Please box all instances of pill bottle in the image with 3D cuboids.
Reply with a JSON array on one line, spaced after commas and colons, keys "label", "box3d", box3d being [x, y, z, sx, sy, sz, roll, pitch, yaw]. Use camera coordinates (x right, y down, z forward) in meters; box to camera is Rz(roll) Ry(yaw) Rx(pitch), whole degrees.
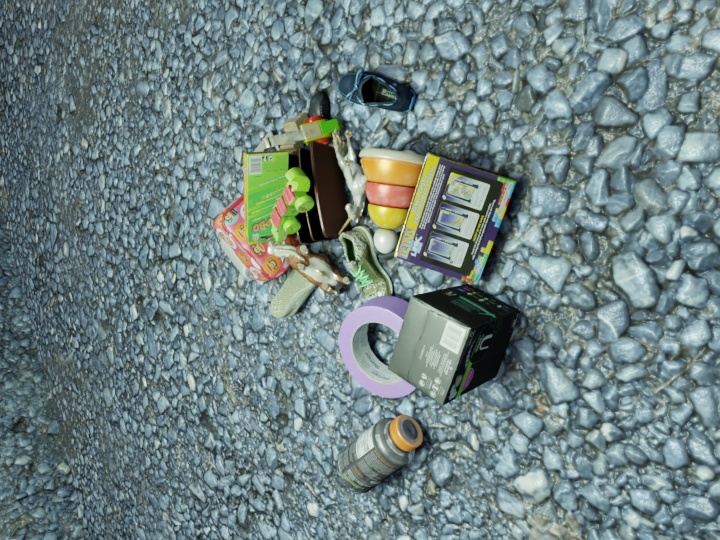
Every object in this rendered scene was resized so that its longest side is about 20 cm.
[{"label": "pill bottle", "box3d": [0.044, 0.383, 1.143, 0.200, 0.106, 0.107, -47, 66, 33]}]

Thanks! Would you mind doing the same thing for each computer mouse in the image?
[{"label": "computer mouse", "box3d": [-0.101, -0.310, 1.247, 0.058, 0.034, 0.202, 6, 98, 39]}]

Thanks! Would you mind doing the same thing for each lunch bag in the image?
[{"label": "lunch bag", "box3d": [-0.223, -0.093, 1.269, 0.200, 0.176, 0.082, 52, 150, -18]}]

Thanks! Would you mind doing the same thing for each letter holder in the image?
[{"label": "letter holder", "box3d": [-0.104, -0.165, 1.174, 0.100, 0.142, 0.202, -8, 91, 22]}]

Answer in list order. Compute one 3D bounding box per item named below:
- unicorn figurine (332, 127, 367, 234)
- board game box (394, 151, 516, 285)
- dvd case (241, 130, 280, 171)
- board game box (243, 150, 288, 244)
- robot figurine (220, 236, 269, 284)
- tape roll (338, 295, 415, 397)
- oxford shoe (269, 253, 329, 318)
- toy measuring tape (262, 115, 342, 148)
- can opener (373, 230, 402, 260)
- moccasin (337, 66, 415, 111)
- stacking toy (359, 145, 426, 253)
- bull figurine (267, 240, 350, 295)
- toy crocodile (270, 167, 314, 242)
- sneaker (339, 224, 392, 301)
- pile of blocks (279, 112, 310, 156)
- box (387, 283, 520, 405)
[{"label": "unicorn figurine", "box3d": [-0.018, -0.200, 1.148, 0.073, 0.138, 0.201, -4, 57, 1]}, {"label": "board game box", "box3d": [0.169, -0.094, 0.980, 0.164, 0.057, 0.201, 20, 108, 6]}, {"label": "dvd case", "box3d": [-0.221, -0.226, 1.363, 0.150, 0.025, 0.201, -40, 68, 36]}, {"label": "board game box", "box3d": [-0.206, -0.158, 1.176, 0.030, 0.095, 0.202, 34, 128, 50]}, {"label": "robot figurine", "box3d": [-0.282, -0.056, 1.372, 0.200, 0.113, 0.170, 48, 155, 25]}, {"label": "tape roll", "box3d": [0.054, 0.157, 1.109, 0.199, 0.066, 0.202, 12, 113, 30]}, {"label": "oxford shoe", "box3d": [-0.142, 0.038, 1.304, 0.200, 0.058, 0.075, -50, 56, 15]}, {"label": "toy measuring tape", "box3d": [-0.128, -0.293, 1.178, 0.074, 0.199, 0.074, 42, 144, 41]}, {"label": "can opener", "box3d": [0.114, -0.080, 1.089, 0.199, 0.053, 0.067, -20, 49, 40]}, {"label": "moccasin", "box3d": [0.022, -0.380, 1.114, 0.199, 0.068, 0.081, 21, 107, 37]}, {"label": "stacking toy", "box3d": [0.057, -0.133, 1.050, 0.145, 0.146, 0.202, 15, 100, 38]}, {"label": "bull figurine", "box3d": [-0.111, -0.010, 1.196, 0.065, 0.199, 0.121, -59, 13, -3]}, {"label": "toy crocodile", "box3d": [-0.151, -0.132, 1.126, 0.200, 0.061, 0.068, -52, 57, 46]}, {"label": "sneaker", "box3d": [0.000, 0.000, 1.155, 0.077, 0.088, 0.201, -30, 76, 37]}, {"label": "pile of blocks", "box3d": [-0.160, -0.271, 1.274, 0.062, 0.082, 0.202, 6, 83, 40]}, {"label": "box", "box3d": [0.169, 0.122, 0.951, 0.124, 0.199, 0.150, 29, 111, 33]}]
